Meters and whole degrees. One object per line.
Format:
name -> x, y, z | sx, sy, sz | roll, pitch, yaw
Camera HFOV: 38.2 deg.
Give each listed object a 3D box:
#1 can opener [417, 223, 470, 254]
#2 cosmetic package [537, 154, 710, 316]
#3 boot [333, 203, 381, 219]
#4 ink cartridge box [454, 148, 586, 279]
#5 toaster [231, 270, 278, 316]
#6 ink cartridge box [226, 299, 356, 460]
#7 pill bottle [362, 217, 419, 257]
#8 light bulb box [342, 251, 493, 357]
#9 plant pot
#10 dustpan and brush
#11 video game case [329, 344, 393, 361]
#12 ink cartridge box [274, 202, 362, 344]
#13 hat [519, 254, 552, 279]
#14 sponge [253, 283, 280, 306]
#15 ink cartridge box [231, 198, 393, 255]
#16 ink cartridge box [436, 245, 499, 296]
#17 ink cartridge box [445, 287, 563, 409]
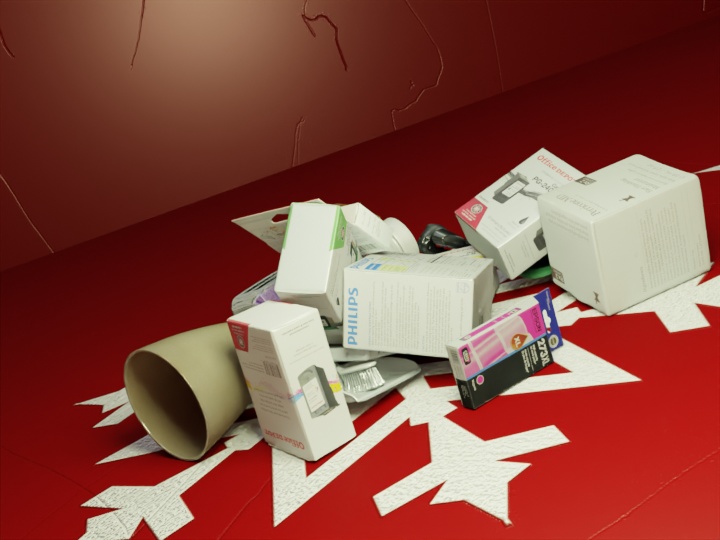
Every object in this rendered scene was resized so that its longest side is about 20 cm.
can opener -> 0.173, -0.039, 1.946 | 0.078, 0.064, 0.199 | 33, 9, 35
cosmetic package -> 0.416, -0.060, 1.645 | 0.198, 0.167, 0.165 | -22, 24, -14
boot -> 0.016, -0.062, 1.967 | 0.186, 0.069, 0.200 | 11, 18, 5
ink cartridge box -> 0.284, -0.100, 1.759 | 0.199, 0.084, 0.145 | -36, 39, -7
toaster -> -0.140, 0.075, 1.885 | 0.113, 0.130, 0.199 | -15, 14, 46
ink cartridge box -> -0.100, 0.153, 1.485 | 0.085, 0.202, 0.147 | -26, 18, -29
pill bottle -> 0.000, 0.000, 1.781 | 0.199, 0.110, 0.109 | -36, 22, -23
light bulb box -> 0.093, 0.048, 1.605 | 0.198, 0.126, 0.198 | 4, 10, 16
plant pot -> -0.231, 0.164, 1.621 | 0.186, 0.189, 0.199 | -2, 22, 44
dustpan and brush -> -0.020, 0.161, 1.611 | 0.139, 0.058, 0.199 | -22, 4, -39
video game case -> -0.016, 0.128, 1.694 | 0.198, 0.023, 0.181 | -6, 0, 37
ink cartridge box -> -0.057, 0.009, 1.587 | 0.083, 0.200, 0.148 | 3, 66, 15
hat -> 0.387, -0.021, 1.841 | 0.199, 0.176, 0.167 | -31, 39, 23
sponge -> -0.089, 0.047, 1.826 | 0.030, 0.112, 0.200 | -45, -4, 41
ink cartridge box -> -0.077, -0.072, 1.649 | 0.199, 0.173, 0.044 | -10, 57, 40
ink cartridge box -> 0.151, 0.034, 1.801 | 0.144, 0.088, 0.200 | -12, 15, 20
ink cartridge box -> 0.215, 0.108, 1.474 | 0.199, 0.096, 0.037 | -27, 19, -28
